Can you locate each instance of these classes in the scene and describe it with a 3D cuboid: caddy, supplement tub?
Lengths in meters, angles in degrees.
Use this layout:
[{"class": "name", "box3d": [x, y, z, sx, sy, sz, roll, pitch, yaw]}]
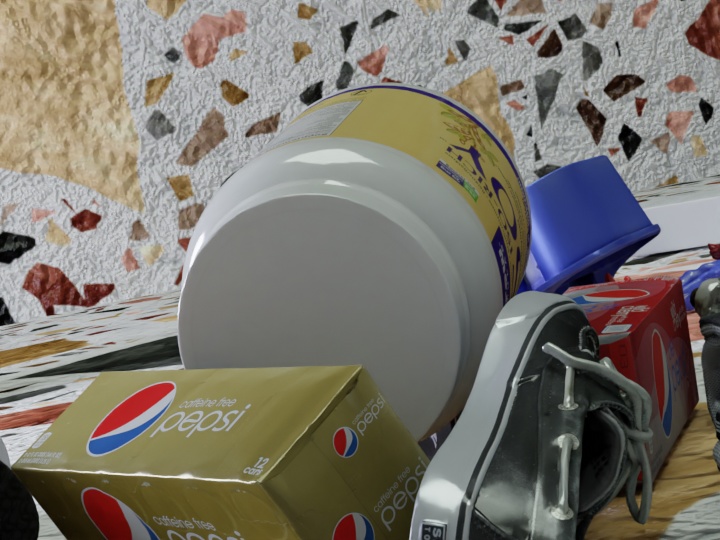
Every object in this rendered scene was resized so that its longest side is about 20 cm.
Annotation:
[{"class": "caddy", "box3d": [0.155, -0.010, 1.505, 0.141, 0.106, 0.200, -35, -8, 27]}, {"class": "supplement tub", "box3d": [0.000, 0.000, 0.886, 0.144, 0.147, 0.200, -9, 14, 13]}]

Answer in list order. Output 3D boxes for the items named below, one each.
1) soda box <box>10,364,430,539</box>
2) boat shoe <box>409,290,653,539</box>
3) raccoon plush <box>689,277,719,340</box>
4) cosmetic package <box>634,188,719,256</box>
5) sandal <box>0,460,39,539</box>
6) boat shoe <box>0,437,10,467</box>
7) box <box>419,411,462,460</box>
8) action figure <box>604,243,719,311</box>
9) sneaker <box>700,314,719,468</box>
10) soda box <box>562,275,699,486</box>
[{"class": "soda box", "box3d": [-0.057, 0.084, 0.764, 0.064, 0.068, 0.199, -47, 23, -29]}, {"class": "boat shoe", "box3d": [0.075, 0.063, 0.713, 0.067, 0.074, 0.199, 1, 17, 17]}, {"class": "raccoon plush", "box3d": [0.261, 0.017, 0.932, 0.199, 0.098, 0.134, -8, 12, 34]}, {"class": "cosmetic package", "box3d": [0.382, -0.059, 1.976, 0.198, 0.052, 0.151, -9, 6, 22]}, {"class": "sandal", "box3d": [-0.230, 0.121, 0.803, 0.199, 0.076, 0.045, -16, 7, -33]}, {"class": "boat shoe", "box3d": [-0.247, 0.113, 0.973, 0.067, 0.073, 0.200, -7, 2, 13]}, {"class": "box", "box3d": [0.042, 0.064, 1.078, 0.157, 0.049, 0.199, -13, 5, -40]}, {"class": "action figure", "box3d": [0.285, -0.002, 1.439, 0.198, 0.052, 0.065, -9, 0, -13]}, {"class": "sneaker", "box3d": [0.197, 0.034, 0.767, 0.113, 0.076, 0.200, -6, 7, 19]}, {"class": "soda box", "box3d": [0.116, 0.051, 0.907, 0.063, 0.071, 0.200, -8, 5, 17]}]
